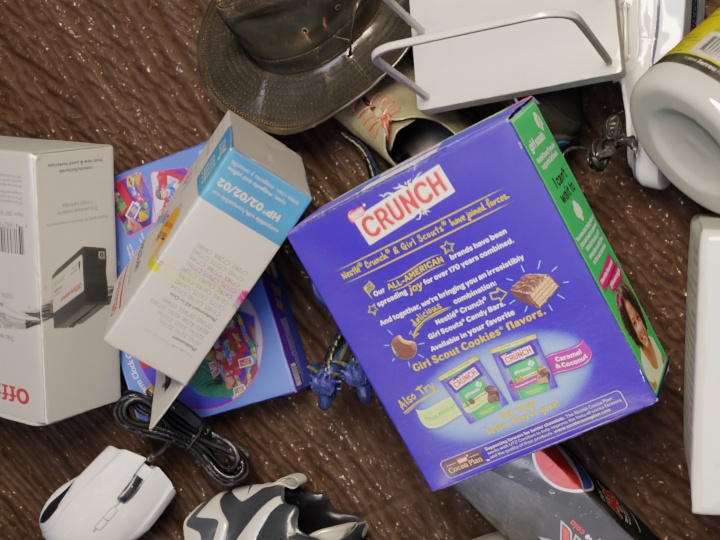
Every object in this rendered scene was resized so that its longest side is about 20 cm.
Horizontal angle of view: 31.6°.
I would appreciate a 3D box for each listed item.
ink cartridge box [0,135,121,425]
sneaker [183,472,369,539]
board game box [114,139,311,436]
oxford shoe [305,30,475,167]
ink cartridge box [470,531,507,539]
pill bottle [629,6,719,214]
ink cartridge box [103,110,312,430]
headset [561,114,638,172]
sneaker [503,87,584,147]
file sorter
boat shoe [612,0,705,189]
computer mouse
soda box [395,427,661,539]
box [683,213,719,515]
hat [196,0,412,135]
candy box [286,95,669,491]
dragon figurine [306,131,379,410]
[{"bbox_3d":[-0.262,0.002,0.971,0.145,0.084,0.201,8,103,34],"label":"ink cartridge box"},{"bbox_3d":[-0.036,0.243,0.958,0.129,0.079,0.199,-32,75,23],"label":"sneaker"},{"bbox_3d":[-0.132,0.013,0.987,0.134,0.045,0.200,-17,89,16],"label":"board game box"},{"bbox_3d":[0.024,-0.117,0.919,0.200,0.075,0.071,36,104,13],"label":"oxford shoe"},{"bbox_3d":[0.085,0.277,0.866,0.083,0.200,0.145,-22,88,15],"label":"ink cartridge box"},{"bbox_3d":[0.276,-0.135,0.805,0.200,0.112,0.112,-40,83,-13],"label":"pill bottle"},{"bbox_3d":[-0.118,-0.002,0.891,0.068,0.115,0.200,31,103,-15],"label":"ink cartridge box"},{"bbox_3d":[0.130,-0.013,0.890,0.123,0.094,0.200,29,130,8],"label":"headset"},{"bbox_3d":[0.128,-0.186,0.868,0.082,0.073,0.201,-15,82,37],"label":"sneaker"},{"bbox_3d":[0.077,-0.221,0.799,0.138,0.124,0.201,-8,79,22],"label":"file sorter"},{"bbox_3d":[0.198,-0.158,0.881,0.065,0.074,0.201,8,93,30],"label":"boat shoe"},{"bbox_3d":[-0.183,0.175,0.987,0.110,0.044,0.200,37,118,-15],"label":"computer mouse"},{"bbox_3d":[0.122,0.155,0.919,0.200,0.063,0.071,44,103,8],"label":"soda box"},{"bbox_3d":[0.304,0.054,0.792,0.198,0.200,0.172,2,96,14],"label":"box"},{"bbox_3d":[-0.048,-0.200,0.903,0.200,0.081,0.201,-8,70,24],"label":"hat"},{"bbox_3d":[0.077,0.017,0.823,0.169,0.077,0.200,-26,99,23],"label":"candy box"},{"bbox_3d":[0.000,0.000,0.922,0.059,0.099,0.201,4,95,14],"label":"dragon figurine"}]
